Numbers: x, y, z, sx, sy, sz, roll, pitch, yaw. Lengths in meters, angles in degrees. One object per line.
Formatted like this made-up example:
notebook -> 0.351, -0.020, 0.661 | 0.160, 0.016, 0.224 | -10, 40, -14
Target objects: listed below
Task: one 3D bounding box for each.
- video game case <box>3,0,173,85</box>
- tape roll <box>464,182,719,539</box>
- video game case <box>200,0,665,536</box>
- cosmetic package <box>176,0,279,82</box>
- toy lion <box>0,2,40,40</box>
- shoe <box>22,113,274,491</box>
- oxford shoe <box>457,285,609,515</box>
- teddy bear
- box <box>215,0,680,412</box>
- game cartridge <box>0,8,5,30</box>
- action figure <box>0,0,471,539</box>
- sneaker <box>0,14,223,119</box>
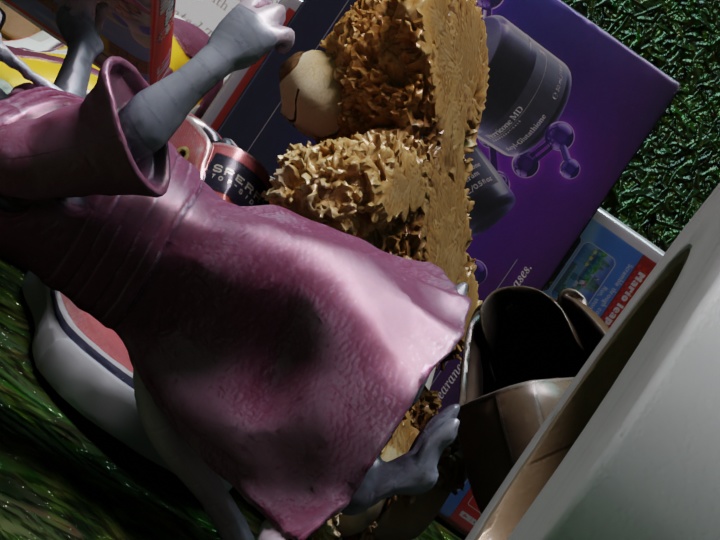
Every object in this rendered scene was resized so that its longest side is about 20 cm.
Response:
video game case -> -0.120, -0.127, 0.807 | 0.143, 0.018, 0.200 | 34, -13, 2
tape roll -> 0.100, 0.079, 0.577 | 0.139, 0.203, 0.203 | 35, 5, 1
video game case -> 0.012, 0.000, 1.045 | 0.199, 0.143, 0.017 | 35, 7, 1
cosmetic package -> -0.042, -0.121, 1.328 | 0.166, 0.201, 0.167 | 34, -9, -3
toy lion -> -0.143, -0.061, 1.125 | 0.199, 0.069, 0.192 | 36, 12, 2
shoe -> -0.062, 0.001, 0.861 | 0.071, 0.091, 0.200 | 33, 6, -20
oxford shoe -> 0.072, 0.040, 0.859 | 0.200, 0.072, 0.085 | -55, 129, -79
teddy bear -> 0.000, 0.000, 0.858 | 0.066, 0.202, 0.145 | 0, 6, 22
box -> 0.012, -0.029, 0.994 | 0.141, 0.201, 0.079 | 34, 5, 3
game cartridge -> -0.207, -0.090, 0.718 | 0.199, 0.038, 0.130 | 34, 46, -10
action figure -> -0.067, -0.006, 0.718 | 0.199, 0.150, 0.134 | 30, -8, -12
sneaker -> -0.109, -0.056, 0.987 | 0.090, 0.075, 0.199 | 32, 27, 31
